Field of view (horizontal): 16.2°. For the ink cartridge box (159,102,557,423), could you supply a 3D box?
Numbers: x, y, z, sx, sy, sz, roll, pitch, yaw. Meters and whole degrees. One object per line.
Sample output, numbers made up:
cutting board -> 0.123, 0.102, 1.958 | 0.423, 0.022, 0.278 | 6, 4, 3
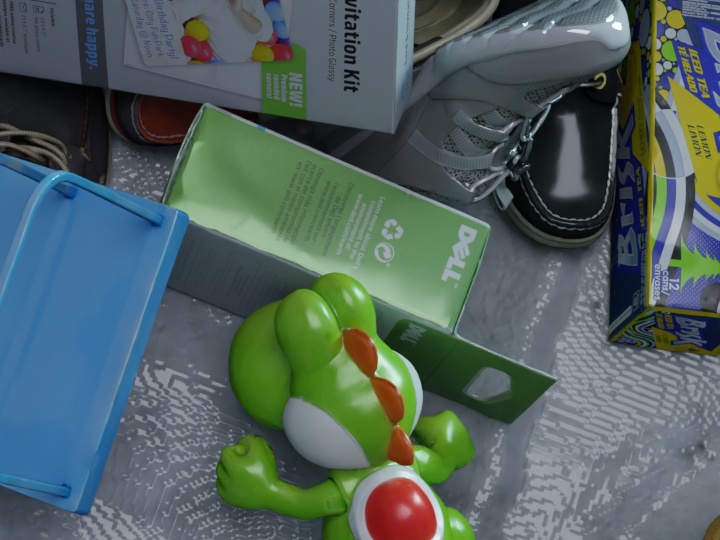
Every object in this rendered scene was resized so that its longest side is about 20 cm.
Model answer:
ink cartridge box -> 0.000, 0.000, 1.193 | 0.199, 0.104, 0.060 | 23, 71, -3

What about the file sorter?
file sorter -> -0.203, 0.004, 1.087 | 0.199, 0.123, 0.140 | 17, 86, 23

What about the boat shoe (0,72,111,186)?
boat shoe -> -0.154, -0.033, 1.189 | 0.074, 0.073, 0.201 | 6, 72, -9

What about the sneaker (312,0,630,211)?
sneaker -> 0.064, -0.072, 1.192 | 0.075, 0.200, 0.082 | -28, 92, -38

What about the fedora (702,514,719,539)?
fedora -> 0.226, 0.198, 1.173 | 0.199, 0.082, 0.202 | 19, 45, -19

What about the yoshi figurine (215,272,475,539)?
yoshi figurine -> -0.006, 0.092, 1.157 | 0.111, 0.112, 0.201 | -7, 110, 22

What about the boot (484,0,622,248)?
boot -> 0.105, -0.128, 1.225 | 0.073, 0.154, 0.205 | 0, 72, -13

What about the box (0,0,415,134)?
box -> -0.074, -0.148, 1.127 | 0.198, 0.157, 0.041 | 9, 39, 9

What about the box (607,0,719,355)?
box -> 0.165, -0.064, 1.262 | 0.064, 0.070, 0.201 | 7, 72, -10

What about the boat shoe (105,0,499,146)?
boat shoe -> -0.028, -0.109, 1.229 | 0.199, 0.072, 0.063 | -24, 36, -16
